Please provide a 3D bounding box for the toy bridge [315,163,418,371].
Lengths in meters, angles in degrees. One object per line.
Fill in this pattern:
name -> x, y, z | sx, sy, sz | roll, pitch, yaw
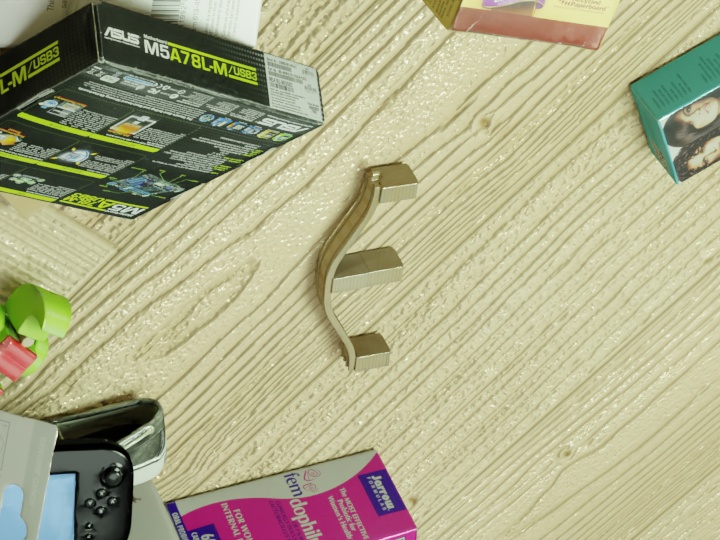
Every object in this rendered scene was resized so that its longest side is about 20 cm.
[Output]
toy bridge -> 0.000, 0.000, 1.553 | 0.067, 0.027, 0.201 | -10, 133, -19

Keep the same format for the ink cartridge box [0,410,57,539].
ink cartridge box -> -0.310, 0.160, 1.386 | 0.198, 0.057, 0.164 | 12, 96, 10

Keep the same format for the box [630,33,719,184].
box -> 0.318, -0.156, 1.567 | 0.199, 0.049, 0.083 | -30, 138, -1

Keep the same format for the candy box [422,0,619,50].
candy box -> 0.070, -0.217, 1.258 | 0.116, 0.201, 0.057 | 4, 125, -31

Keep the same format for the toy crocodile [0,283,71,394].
toy crocodile -> -0.290, 0.080, 1.441 | 0.199, 0.062, 0.067 | -38, 137, 9

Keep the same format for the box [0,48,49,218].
box -> -0.187, -0.138, 1.323 | 0.199, 0.021, 0.164 | -34, 138, 2

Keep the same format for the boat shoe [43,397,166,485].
boat shoe -> -0.245, 0.146, 1.530 | 0.198, 0.071, 0.064 | -19, 138, -24

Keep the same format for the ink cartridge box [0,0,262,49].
ink cartridge box -> -0.158, -0.216, 1.197 | 0.198, 0.085, 0.146 | -2, 122, -21

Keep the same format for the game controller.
game controller -> -0.268, 0.177, 1.470 | 0.198, 0.042, 0.105 | -2, 108, -16

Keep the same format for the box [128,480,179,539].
box -> -0.228, 0.315, 1.595 | 0.198, 0.200, 0.172 | -12, 135, -20

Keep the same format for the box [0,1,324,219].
box -> -0.156, -0.096, 1.255 | 0.192, 0.048, 0.199 | -20, 159, 38

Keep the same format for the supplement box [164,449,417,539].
supplement box -> -0.061, 0.244, 1.695 | 0.198, 0.102, 0.104 | -12, 134, -20
